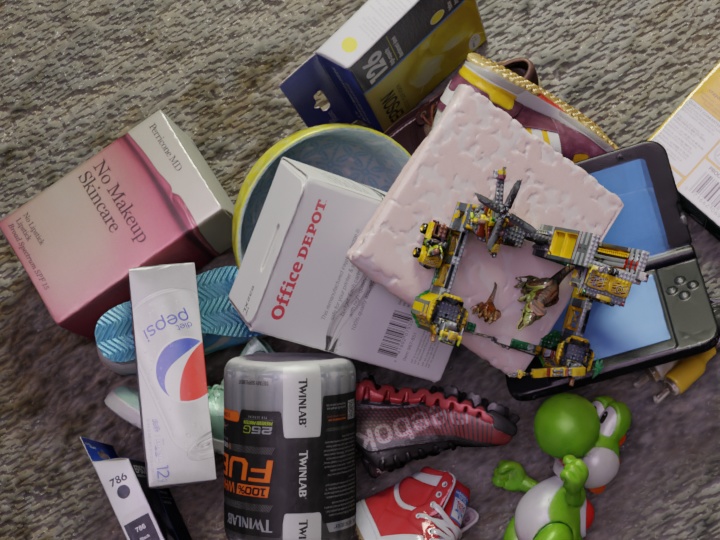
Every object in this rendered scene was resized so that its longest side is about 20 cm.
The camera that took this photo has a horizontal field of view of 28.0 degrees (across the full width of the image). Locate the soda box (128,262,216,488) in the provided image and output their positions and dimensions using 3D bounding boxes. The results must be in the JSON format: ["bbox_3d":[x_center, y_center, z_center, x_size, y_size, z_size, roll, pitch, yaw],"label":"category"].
[{"bbox_3d":[-0.175,0.098,1.332,0.063,0.068,0.202,-5,82,-10],"label":"soda box"}]

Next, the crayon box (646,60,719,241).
[{"bbox_3d":[0.373,-0.136,1.375,0.126,0.052,0.200,43,89,15],"label":"crayon box"}]

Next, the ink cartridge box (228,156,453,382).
[{"bbox_3d":[0.000,0.000,1.315,0.199,0.084,0.146,17,101,-25],"label":"ink cartridge box"}]

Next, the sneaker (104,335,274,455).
[{"bbox_3d":[-0.142,0.114,1.403,0.199,0.074,0.119,15,88,3],"label":"sneaker"}]

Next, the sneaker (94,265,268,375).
[{"bbox_3d":[-0.163,0.051,1.424,0.198,0.081,0.077,-12,74,-13],"label":"sneaker"}]

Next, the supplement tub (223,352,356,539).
[{"bbox_3d":[-0.064,0.178,1.307,0.121,0.122,0.202,0,91,10],"label":"supplement tub"}]

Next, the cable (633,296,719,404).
[{"bbox_3d":[0.337,0.047,1.362,0.199,0.051,0.098,-24,54,-8],"label":"cable"}]

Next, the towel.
[{"bbox_3d":[0.113,-0.035,1.282,0.199,0.032,0.192,34,84,-19],"label":"towel"}]

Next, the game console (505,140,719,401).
[{"bbox_3d":[0.209,0.001,1.330,0.198,0.117,0.177,-17,42,12],"label":"game console"}]

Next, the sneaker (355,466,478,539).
[{"bbox_3d":[0.071,0.258,1.308,0.112,0.071,0.200,-32,42,-1],"label":"sneaker"}]

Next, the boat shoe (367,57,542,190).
[{"bbox_3d":[0.087,-0.147,1.416,0.199,0.072,0.073,-28,75,3],"label":"boat shoe"}]

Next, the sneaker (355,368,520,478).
[{"bbox_3d":[0.049,0.153,1.365,0.198,0.071,0.099,8,80,14],"label":"sneaker"}]

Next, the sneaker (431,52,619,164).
[{"bbox_3d":[0.159,-0.126,1.375,0.199,0.075,0.090,28,106,-21],"label":"sneaker"}]

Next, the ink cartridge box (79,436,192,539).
[{"bbox_3d":[-0.198,0.242,1.376,0.039,0.099,0.201,-29,77,3],"label":"ink cartridge box"}]

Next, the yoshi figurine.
[{"bbox_3d":[0.171,0.194,1.319,0.112,0.112,0.201,27,82,20],"label":"yoshi figurine"}]

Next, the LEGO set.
[{"bbox_3d":[0.149,0.017,1.221,0.199,0.116,0.155,26,87,-20],"label":"LEGO set"}]

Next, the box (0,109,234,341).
[{"bbox_3d":[-0.233,-0.042,1.433,0.199,0.109,0.128,-35,75,2],"label":"box"}]

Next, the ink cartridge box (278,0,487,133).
[{"bbox_3d":[0.028,-0.201,1.374,0.200,0.198,0.047,-45,74,0],"label":"ink cartridge box"}]

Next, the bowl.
[{"bbox_3d":[-0.039,-0.053,1.390,0.198,0.108,0.202,-7,111,-18],"label":"bowl"}]
